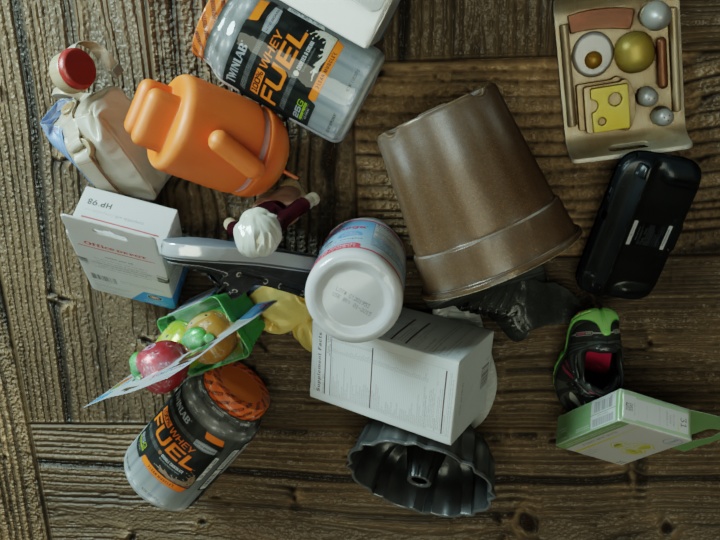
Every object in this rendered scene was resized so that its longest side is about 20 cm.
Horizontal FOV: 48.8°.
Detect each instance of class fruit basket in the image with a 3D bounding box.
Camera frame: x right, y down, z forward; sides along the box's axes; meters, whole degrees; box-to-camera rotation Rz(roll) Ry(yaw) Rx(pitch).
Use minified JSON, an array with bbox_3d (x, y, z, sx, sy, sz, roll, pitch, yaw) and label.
[{"bbox_3d":[-0.221,0.093,0.969,0.185,0.200,0.094,-21,96,40],"label":"fruit basket"}]

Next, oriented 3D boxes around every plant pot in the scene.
[{"bbox_3d":[0.125,-0.096,0.917,0.200,0.200,0.198,-22,98,12],"label":"plant pot"}]

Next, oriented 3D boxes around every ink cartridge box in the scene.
[{"bbox_3d":[-0.281,-0.033,0.969,0.116,0.067,0.200,15,153,0],"label":"ink cartridge box"},{"bbox_3d":[0.372,0.211,1.006,0.200,0.048,0.146,18,151,-11],"label":"ink cartridge box"},{"bbox_3d":[-0.012,-0.324,0.839,0.128,0.200,0.125,28,109,-5],"label":"ink cartridge box"}]

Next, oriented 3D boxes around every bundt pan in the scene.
[{"bbox_3d":[0.085,0.248,1.055,0.202,0.076,0.202,12,142,9],"label":"bundt pan"}]

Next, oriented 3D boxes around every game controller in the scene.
[{"bbox_3d":[0.339,-0.050,0.972,0.104,0.042,0.200,4,123,-11],"label":"game controller"}]

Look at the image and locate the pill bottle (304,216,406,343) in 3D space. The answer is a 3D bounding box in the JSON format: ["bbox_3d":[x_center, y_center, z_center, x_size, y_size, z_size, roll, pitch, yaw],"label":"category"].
[{"bbox_3d":[0.000,0.000,0.946,0.109,0.200,0.109,1,108,4],"label":"pill bottle"}]

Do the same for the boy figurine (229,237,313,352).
[{"bbox_3d":[-0.098,0.030,1.037,0.200,0.064,0.124,44,110,-11],"label":"boy figurine"}]

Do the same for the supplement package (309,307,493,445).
[{"bbox_3d":[0.049,0.117,0.990,0.200,0.110,0.114,15,113,27],"label":"supplement package"}]

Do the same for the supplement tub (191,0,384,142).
[{"bbox_3d":[-0.083,-0.244,0.914,0.200,0.123,0.123,27,109,-4],"label":"supplement tub"}]

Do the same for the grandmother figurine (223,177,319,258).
[{"bbox_3d":[-0.104,-0.062,0.934,0.121,0.200,0.061,-28,104,14],"label":"grandmother figurine"}]

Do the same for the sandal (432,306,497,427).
[{"bbox_3d":[0.136,0.117,1.056,0.082,0.050,0.203,-8,106,-10],"label":"sandal"}]

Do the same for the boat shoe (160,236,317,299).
[{"bbox_3d":[-0.142,0.002,0.937,0.200,0.070,0.066,6,97,-39],"label":"boat shoe"}]

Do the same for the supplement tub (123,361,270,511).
[{"bbox_3d":[-0.220,0.221,1.081,0.122,0.123,0.200,38,107,-8],"label":"supplement tub"}]

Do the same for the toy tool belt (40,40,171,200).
[{"bbox_3d":[-0.325,-0.167,0.957,0.123,0.125,0.200,-5,134,35],"label":"toy tool belt"}]

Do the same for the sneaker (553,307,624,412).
[{"bbox_3d":[0.290,0.135,1.009,0.077,0.084,0.200,-5,134,6],"label":"sneaker"}]

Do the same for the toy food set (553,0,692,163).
[{"bbox_3d":[0.306,-0.231,0.916,0.143,0.060,0.200,-8,107,7],"label":"toy food set"}]

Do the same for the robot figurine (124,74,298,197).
[{"bbox_3d":[-0.167,-0.152,0.923,0.200,0.144,0.117,16,70,-35],"label":"robot figurine"}]

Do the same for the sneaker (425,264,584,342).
[{"bbox_3d":[0.183,0.046,0.995,0.200,0.060,0.104,-18,96,-18],"label":"sneaker"}]
